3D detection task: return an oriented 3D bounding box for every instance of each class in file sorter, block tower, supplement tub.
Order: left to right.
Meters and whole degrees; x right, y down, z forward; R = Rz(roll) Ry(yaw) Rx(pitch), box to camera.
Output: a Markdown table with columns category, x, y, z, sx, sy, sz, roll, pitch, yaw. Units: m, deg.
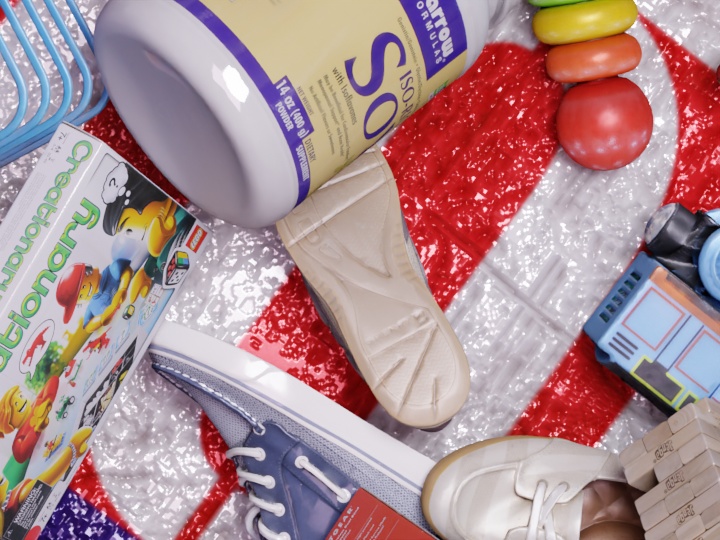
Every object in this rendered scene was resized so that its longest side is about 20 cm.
| category | x | y | z | sx | sy | sz | roll | pitch | yaw |
| --- | --- | --- | --- | --- | --- | --- | --- | --- | --- |
| file sorter | -0.220 | -0.111 | 1.436 | 0.122 | 0.200 | 0.139 | -28 | 92 | 10 |
| supplement tub | -0.024 | -0.132 | 1.484 | 0.200 | 0.145 | 0.146 | -39 | 94 | -21 |
| block tower | 0.191 | 0.162 | 1.455 | 0.058 | 0.201 | 0.054 | -39 | 138 | 26 |

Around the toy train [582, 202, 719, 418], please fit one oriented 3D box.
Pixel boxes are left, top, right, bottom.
| category | x | y | z | sx | sy | sz | roll | pitch | yaw |
| --- | --- | --- | --- | --- | --- | --- | --- | --- | --- |
| toy train | 0.222 | 0.051 | 1.559 | 0.200 | 0.087 | 0.114 | 38 | 95 | -7 |

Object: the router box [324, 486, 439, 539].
| category | x | y | z | sx | sy | sz | roll | pitch | yaw |
| --- | --- | --- | --- | --- | --- | --- | --- | --- | --- |
| router box | 0.091 | 0.204 | 1.465 | 0.200 | 0.179 | 0.049 | 36 | 86 | -27 |

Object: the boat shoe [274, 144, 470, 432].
| category | x | y | z | sx | sy | sz | roll | pitch | yaw |
| --- | --- | --- | --- | --- | --- | --- | --- | --- | --- |
| boat shoe | 0.000 | 0.000 | 1.542 | 0.072 | 0.065 | 0.201 | -25 | 74 | -11 |

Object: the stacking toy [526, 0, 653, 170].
| category | x | y | z | sx | sy | sz | roll | pitch | yaw |
| --- | --- | --- | --- | --- | --- | --- | --- | --- | --- |
| stacking toy | 0.120 | -0.154 | 1.554 | 0.085 | 0.085 | 0.201 | -11 | 98 | -6 |

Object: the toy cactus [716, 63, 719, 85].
| category | x | y | z | sx | sy | sz | roll | pitch | yaw |
| --- | --- | --- | --- | --- | --- | --- | --- | --- | --- |
| toy cactus | 0.309 | -0.091 | 1.568 | 0.200 | 0.102 | 0.165 | 39 | 76 | 4 |

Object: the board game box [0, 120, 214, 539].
| category | x | y | z | sx | sy | sz | roll | pitch | yaw |
| --- | --- | --- | --- | --- | --- | --- | --- | --- | --- |
| board game box | -0.164 | 0.037 | 1.464 | 0.035 | 0.126 | 0.201 | 25 | 82 | 32 |

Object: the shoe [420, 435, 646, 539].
| category | x | y | z | sx | sy | sz | roll | pitch | yaw |
| --- | --- | --- | --- | --- | --- | --- | --- | --- | --- |
| shoe | 0.130 | 0.128 | 1.537 | 0.199 | 0.053 | 0.070 | 7 | 88 | -21 |

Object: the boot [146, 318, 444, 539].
| category | x | y | z | sx | sy | sz | roll | pitch | yaw |
| --- | --- | --- | --- | --- | --- | --- | --- | --- | --- |
| boot | -0.043 | 0.109 | 1.532 | 0.200 | 0.073 | 0.091 | 30 | 81 | -6 |
